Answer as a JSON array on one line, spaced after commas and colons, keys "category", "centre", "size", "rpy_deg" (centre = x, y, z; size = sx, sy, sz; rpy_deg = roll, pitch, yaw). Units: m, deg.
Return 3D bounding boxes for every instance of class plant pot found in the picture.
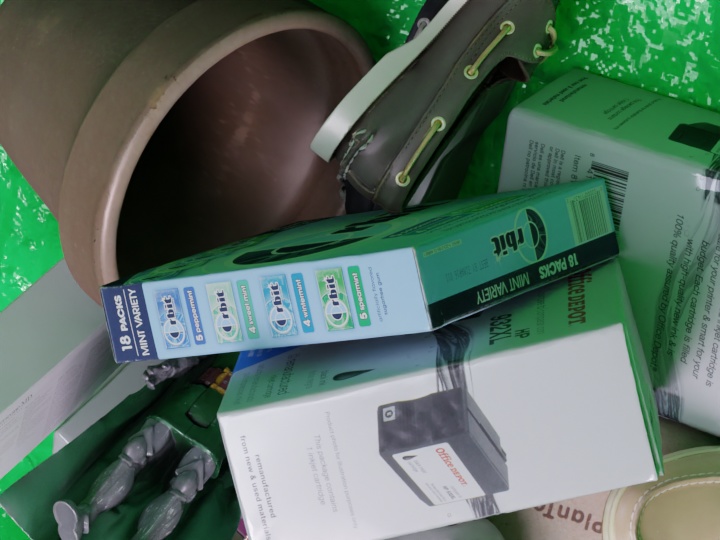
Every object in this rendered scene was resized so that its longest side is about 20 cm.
[{"category": "plant pot", "centre": [-0.116, -0.088, 1.612], "size": [0.175, 0.200, 0.200], "rpy_deg": [36, 126, 34]}]

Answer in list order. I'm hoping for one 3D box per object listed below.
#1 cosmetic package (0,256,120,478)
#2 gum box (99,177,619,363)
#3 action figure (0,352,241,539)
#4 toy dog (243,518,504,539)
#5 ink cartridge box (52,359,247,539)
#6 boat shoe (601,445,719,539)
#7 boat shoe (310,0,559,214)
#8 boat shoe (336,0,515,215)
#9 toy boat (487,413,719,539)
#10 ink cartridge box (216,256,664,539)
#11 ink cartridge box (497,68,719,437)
[{"category": "cosmetic package", "centre": [-0.166, 0.036, 1.659], "size": [0.051, 0.200, 0.083], "rpy_deg": [38, 142, 11]}, {"category": "gum box", "centre": [0.000, 0.000, 1.480], "size": [0.200, 0.170, 0.045], "rpy_deg": [-8, 98, 38]}, {"category": "action figure", "centre": [-0.085, 0.081, 1.546], "size": [0.118, 0.200, 0.055], "rpy_deg": [34, 140, 6]}, {"category": "toy dog", "centre": [-0.001, 0.173, 1.490], "size": [0.200, 0.096, 0.132], "rpy_deg": [-43, 81, 2]}, {"category": "ink cartridge box", "centre": [-0.077, 0.148, 1.633], "size": [0.200, 0.085, 0.145], "rpy_deg": [44, 160, 10]}, {"category": "boat shoe", "centre": [0.219, 0.131, 1.497], "size": [0.065, 0.200, 0.072], "rpy_deg": [-165, 83, -67]}, {"category": "boat shoe", "centre": [0.063, -0.114, 1.502], "size": [0.060, 0.200, 0.072], "rpy_deg": [44, 169, 5]}, {"category": "boat shoe", "centre": [0.022, -0.057, 1.598], "size": [0.060, 0.074, 0.200], "rpy_deg": [34, 120, 13]}, {"category": "toy boat", "centre": [0.122, 0.128, 1.590], "size": [0.200, 0.131, 0.131], "rpy_deg": [17, 94, 10]}, {"category": "ink cartridge box", "centre": [0.041, 0.066, 1.450], "size": [0.200, 0.145, 0.084], "rpy_deg": [-13, 102, 7]}, {"category": "ink cartridge box", "centre": [0.172, -0.003, 1.528], "size": [0.200, 0.083, 0.147], "rpy_deg": [20, 119, 23]}]
